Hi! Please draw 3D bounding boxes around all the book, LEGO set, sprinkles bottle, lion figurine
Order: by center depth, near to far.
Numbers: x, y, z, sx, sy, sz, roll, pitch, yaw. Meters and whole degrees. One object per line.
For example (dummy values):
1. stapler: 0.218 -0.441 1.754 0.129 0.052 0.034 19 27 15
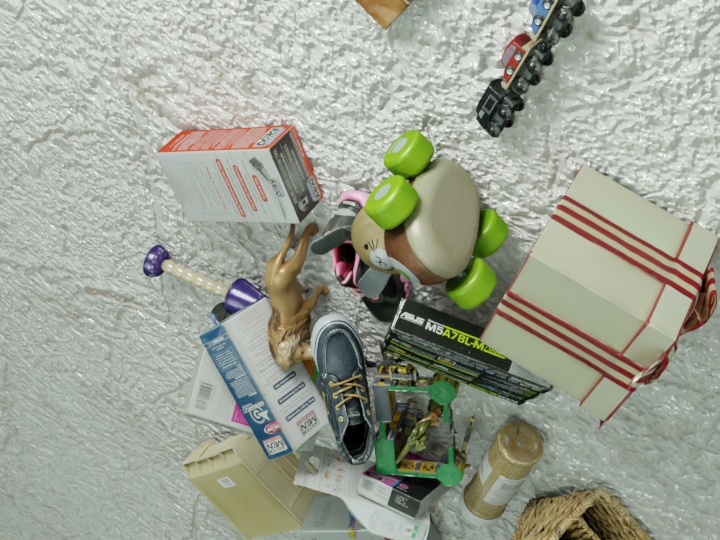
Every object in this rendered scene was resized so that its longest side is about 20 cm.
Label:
1. lion figurine: -0.097 0.029 1.363 0.072 0.123 0.201 9 133 30
2. LEGO set: 0.087 0.195 1.421 0.153 0.116 0.201 -7 113 18
3. sprinkles bottle: 0.197 0.292 1.440 0.068 0.068 0.201 30 140 10
4. book: -0.146 0.173 1.473 0.199 0.134 0.048 22 158 -22

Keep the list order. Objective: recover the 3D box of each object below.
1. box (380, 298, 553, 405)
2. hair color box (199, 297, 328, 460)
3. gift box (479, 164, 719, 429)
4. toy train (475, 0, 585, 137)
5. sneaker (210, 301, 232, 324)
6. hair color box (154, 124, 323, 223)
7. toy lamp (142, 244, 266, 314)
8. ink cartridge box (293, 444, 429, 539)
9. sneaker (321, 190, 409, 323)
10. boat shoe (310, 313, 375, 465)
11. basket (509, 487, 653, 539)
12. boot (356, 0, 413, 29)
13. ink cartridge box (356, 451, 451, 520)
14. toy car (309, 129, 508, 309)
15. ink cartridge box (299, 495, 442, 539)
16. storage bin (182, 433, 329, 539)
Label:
1. box: 0.128 0.102 1.233 0.199 0.048 0.193 21 170 3
2. hair color box: -0.130 0.150 1.414 0.060 0.100 0.201 -27 93 40
3. gift box: 0.248 0.041 1.055 0.186 0.200 0.185 30 146 7
4. toy train: 0.162 -0.208 1.001 0.046 0.034 0.200 44 144 12
5. sneaker: -0.171 0.134 1.561 0.089 0.079 0.200 -14 119 42
6. hair color box: -0.157 -0.123 1.308 0.199 0.064 0.111 4 130 37
7. toy lamp: -0.230 0.018 1.509 0.199 0.058 0.058 21 139 19
8. ink cartridge box: 0.000 0.323 1.478 0.199 0.161 0.050 15 102 -2
9. sneaker: 0.000 0.000 1.283 0.079 0.096 0.201 4 132 32
10. boat shoe: -0.016 0.160 1.356 0.070 0.091 0.201 -14 119 -8
11. basket: 0.319 0.420 1.413 0.200 0.143 0.149 49 141 -14
12. boot: -0.006 -0.344 0.967 0.200 0.069 0.188 40 141 -4
13. ink cartridge box: 0.076 0.304 1.482 0.094 0.200 0.037 21 100 20
14. toy car: 0.037 -0.031 1.154 0.199 0.158 0.164 -27 119 39
15. ink cartridge box: 0.020 0.448 1.689 0.199 0.083 0.146 -9 124 27
16. storage bin: -0.187 0.371 1.797 0.199 0.094 0.200 49 140 -13
